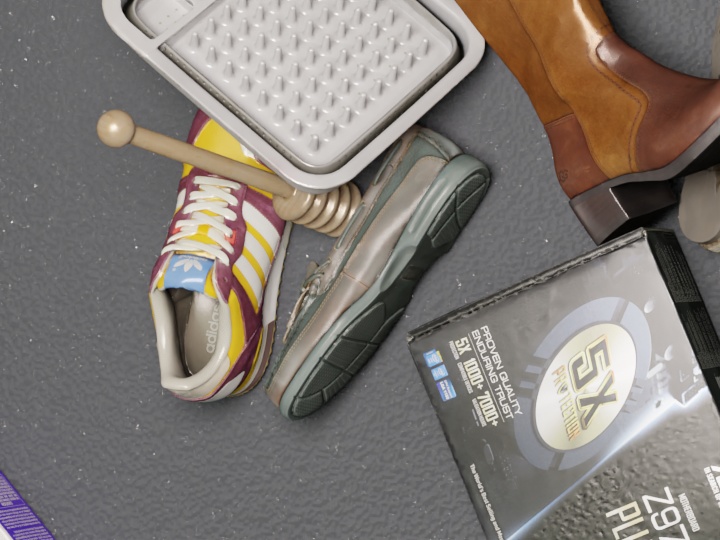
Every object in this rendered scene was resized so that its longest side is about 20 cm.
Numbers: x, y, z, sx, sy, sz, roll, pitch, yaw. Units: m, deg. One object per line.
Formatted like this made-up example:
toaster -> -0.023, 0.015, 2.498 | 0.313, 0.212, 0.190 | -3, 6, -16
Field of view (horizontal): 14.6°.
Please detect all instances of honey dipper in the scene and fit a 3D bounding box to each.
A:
honey dipper -> -0.080, -0.063, 1.705 | 0.038, 0.200, 0.038 | -18, 64, 40

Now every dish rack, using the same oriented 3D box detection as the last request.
dish rack -> -0.042, -0.144, 1.736 | 0.200, 0.044, 0.172 | 40, 64, 15

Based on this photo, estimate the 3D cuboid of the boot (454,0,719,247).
boot -> 0.153, -0.141, 1.653 | 0.200, 0.068, 0.188 | 63, 145, 12

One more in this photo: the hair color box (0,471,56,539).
hair color box -> -0.241, 0.219, 1.832 | 0.109, 0.065, 0.200 | -44, 75, 14

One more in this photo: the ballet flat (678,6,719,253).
ballet flat -> 0.239, -0.107, 1.672 | 0.067, 0.046, 0.201 | 14, 90, 55

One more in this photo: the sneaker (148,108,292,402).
sneaker -> -0.089, -0.017, 1.762 | 0.075, 0.090, 0.201 | 2, 91, 20

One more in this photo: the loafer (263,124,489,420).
loafer -> 0.000, 0.000, 1.746 | 0.063, 0.072, 0.200 | 39, 94, 23

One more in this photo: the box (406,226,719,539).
box -> 0.144, 0.097, 1.681 | 0.163, 0.086, 0.200 | -24, 82, 18
